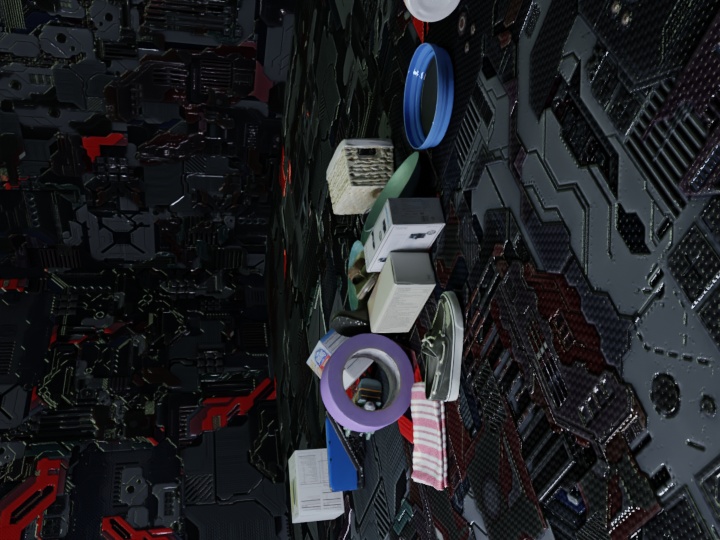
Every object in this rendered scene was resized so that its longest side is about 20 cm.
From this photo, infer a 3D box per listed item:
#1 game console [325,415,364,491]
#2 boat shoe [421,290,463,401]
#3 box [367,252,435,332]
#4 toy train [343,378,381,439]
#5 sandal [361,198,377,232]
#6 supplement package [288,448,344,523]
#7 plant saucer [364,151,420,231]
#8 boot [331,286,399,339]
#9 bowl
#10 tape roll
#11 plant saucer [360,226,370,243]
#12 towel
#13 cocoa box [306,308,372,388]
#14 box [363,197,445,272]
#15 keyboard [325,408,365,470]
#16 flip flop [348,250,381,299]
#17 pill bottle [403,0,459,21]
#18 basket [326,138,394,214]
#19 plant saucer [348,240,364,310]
[{"bbox_3d":[-0.056,0.518,1.869,0.171,0.116,0.204,130,139,-67],"label":"game console"},{"bbox_3d":[0.147,0.140,1.206,0.071,0.062,0.205,-173,83,-75],"label":"boat shoe"},{"bbox_3d":[0.083,0.050,1.398,0.201,0.093,0.079,114,153,-53],"label":"box"},{"bbox_3d":[0.008,0.363,1.715,0.201,0.083,0.116,109,169,-57],"label":"toy train"},{"bbox_3d":[0.030,-0.117,1.540,0.080,0.058,0.208,104,-175,-45],"label":"sandal"},{"bbox_3d":[-0.147,0.700,2.147,0.152,0.147,0.204,119,148,-59],"label":"supplement package"},{"bbox_3d":[0.079,-0.159,1.412,0.202,0.038,0.202,-53,13,18],"label":"plant saucer"},{"bbox_3d":[0.003,0.085,1.522,0.068,0.198,0.133,-39,52,37],"label":"boot"},{"bbox_3d":[0.135,-0.344,1.308,0.200,0.039,0.205,180,90,-75],"label":"bowl"},{"bbox_3d":[0.014,0.247,1.448,0.085,0.196,0.204,125,143,-65],"label":"tape roll"},{"bbox_3d":[0.034,-0.031,1.710,0.200,0.027,0.205,180,90,-76],"label":"plant saucer"},{"bbox_3d":[0.134,0.327,1.321,0.146,0.029,0.205,147,122,-72],"label":"towel"},{"bbox_3d":[-0.039,0.215,1.693,0.131,0.133,0.200,45,153,7],"label":"cocoa box"},{"bbox_3d":[0.084,-0.069,1.347,0.201,0.114,0.061,115,148,-60],"label":"box"},{"bbox_3d":[-0.033,0.431,1.792,0.203,0.020,0.127,65,-161,-16],"label":"keyboard"},{"bbox_3d":[0.000,0.000,1.490,0.081,0.057,0.201,-50,19,15],"label":"flip flop"},{"bbox_3d":[0.116,-0.568,1.244,0.113,0.110,0.202,105,159,-44],"label":"pill bottle"},{"bbox_3d":[0.001,-0.229,1.641,0.200,0.133,0.126,134,130,-69],"label":"basket"},{"bbox_3d":[0.004,0.026,1.694,0.200,0.027,0.205,-179,90,-75],"label":"plant saucer"}]
